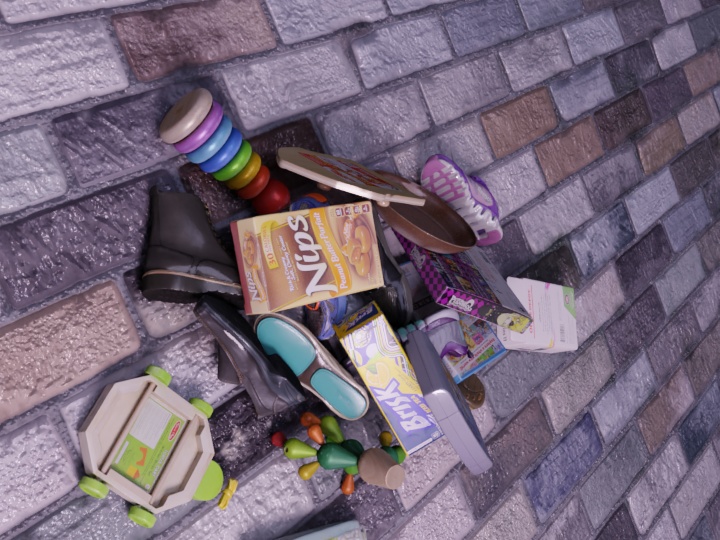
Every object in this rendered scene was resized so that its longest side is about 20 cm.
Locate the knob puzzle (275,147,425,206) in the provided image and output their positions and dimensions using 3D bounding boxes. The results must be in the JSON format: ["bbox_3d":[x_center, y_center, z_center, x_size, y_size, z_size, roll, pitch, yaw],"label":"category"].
[{"bbox_3d":[-0.036,-0.127,1.125,0.218,0.219,0.031,6,111,-41],"label":"knob puzzle"}]

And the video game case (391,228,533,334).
[{"bbox_3d":[0.156,0.004,1.259,0.180,0.036,0.201,20,26,-32],"label":"video game case"}]

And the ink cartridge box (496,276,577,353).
[{"bbox_3d":[0.301,0.081,1.444,0.199,0.067,0.119,11,73,-41],"label":"ink cartridge box"}]

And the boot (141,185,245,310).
[{"bbox_3d":[-0.178,-0.027,1.033,0.199,0.077,0.140,12,67,-41],"label":"boot"}]

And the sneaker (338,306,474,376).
[{"bbox_3d":[0.065,0.127,1.161,0.198,0.074,0.088,-24,82,-9],"label":"sneaker"}]

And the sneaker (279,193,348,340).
[{"bbox_3d":[-0.075,-0.001,1.111,0.078,0.075,0.202,-14,95,-42],"label":"sneaker"}]

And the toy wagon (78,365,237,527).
[{"bbox_3d":[-0.230,0.216,0.946,0.200,0.039,0.156,44,54,-27],"label":"toy wagon"}]

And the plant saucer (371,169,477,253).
[{"bbox_3d":[0.088,-0.084,1.253,0.199,0.037,0.201,29,23,-13],"label":"plant saucer"}]

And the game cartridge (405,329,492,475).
[{"bbox_3d":[0.123,0.187,1.107,0.201,0.041,0.134,58,5,-40],"label":"game cartridge"}]

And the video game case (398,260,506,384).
[{"bbox_3d":[0.132,0.068,1.269,0.143,0.018,0.201,-20,71,-49],"label":"video game case"}]

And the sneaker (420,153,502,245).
[{"bbox_3d":[0.175,-0.133,1.382,0.200,0.080,0.089,44,47,-32],"label":"sneaker"}]

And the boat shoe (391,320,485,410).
[{"bbox_3d":[0.103,0.144,1.247,0.200,0.068,0.072,48,41,-1],"label":"boat shoe"}]

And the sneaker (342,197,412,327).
[{"bbox_3d":[0.000,0.000,1.182,0.114,0.076,0.201,-22,88,-40],"label":"sneaker"}]

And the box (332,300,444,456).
[{"bbox_3d":[0.042,0.148,1.102,0.070,0.064,0.201,-30,108,-1],"label":"box"}]

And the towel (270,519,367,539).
[{"bbox_3d":[-0.063,0.424,1.043,0.199,0.048,0.173,0,79,-42],"label":"towel"}]

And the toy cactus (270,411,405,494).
[{"bbox_3d":[-0.007,0.253,1.064,0.199,0.164,0.103,26,82,-33],"label":"toy cactus"}]

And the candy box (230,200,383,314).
[{"bbox_3d":[-0.063,-0.019,1.035,0.199,0.055,0.117,-12,93,-44],"label":"candy box"}]

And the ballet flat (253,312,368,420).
[{"bbox_3d":[-0.067,0.125,1.101,0.200,0.069,0.070,47,52,-13],"label":"ballet flat"}]

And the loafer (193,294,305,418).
[{"bbox_3d":[-0.148,0.114,1.006,0.072,0.073,0.201,-35,119,2],"label":"loafer"}]

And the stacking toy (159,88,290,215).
[{"bbox_3d":[-0.167,-0.140,1.068,0.200,0.085,0.086,45,53,-31],"label":"stacking toy"}]
